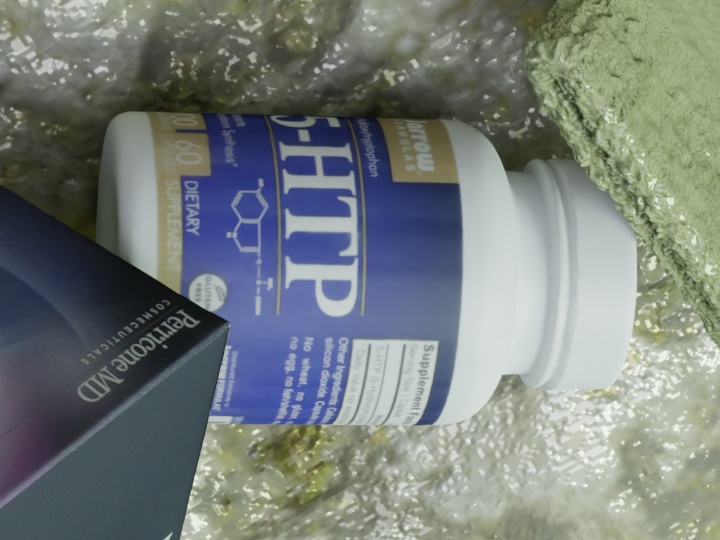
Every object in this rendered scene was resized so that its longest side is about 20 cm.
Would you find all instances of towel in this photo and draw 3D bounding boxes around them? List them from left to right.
[{"bbox_3d":[0.144,-0.058,1.124,0.036,0.149,0.200,-7,132,46],"label":"towel"}]

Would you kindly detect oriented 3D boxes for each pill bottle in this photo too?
[{"bbox_3d":[0.000,0.000,1.125,0.198,0.120,0.121,0,117,-10],"label":"pill bottle"}]

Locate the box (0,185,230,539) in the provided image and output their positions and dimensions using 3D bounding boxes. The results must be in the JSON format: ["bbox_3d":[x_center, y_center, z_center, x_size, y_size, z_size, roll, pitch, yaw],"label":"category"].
[{"bbox_3d":[-0.184,0.055,1.013,0.198,0.200,0.124,31,129,17],"label":"box"}]
